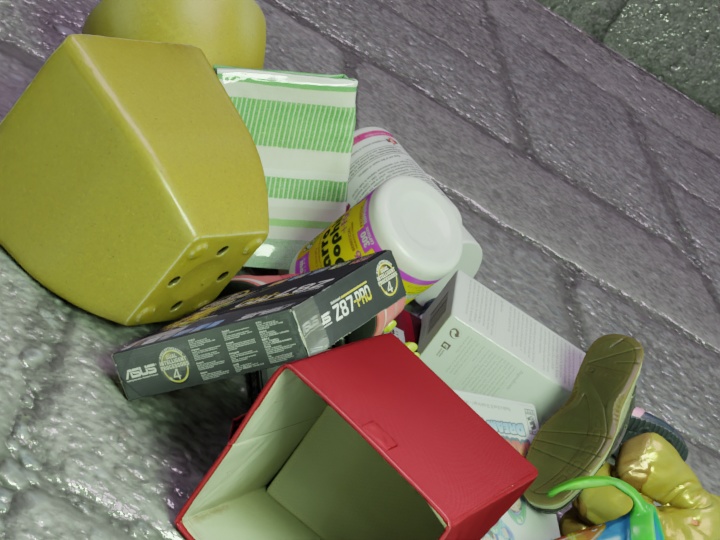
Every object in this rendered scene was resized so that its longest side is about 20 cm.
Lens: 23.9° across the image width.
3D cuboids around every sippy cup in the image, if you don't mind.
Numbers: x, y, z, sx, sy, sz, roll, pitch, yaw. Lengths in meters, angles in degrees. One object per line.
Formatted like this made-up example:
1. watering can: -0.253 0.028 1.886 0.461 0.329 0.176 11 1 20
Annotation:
1. sippy cup: 0.197 0.275 1.434 0.140 0.129 0.179 62 20 -51

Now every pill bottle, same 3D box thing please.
1. pill bottle: 0.000 0.000 1.619 0.104 0.200 0.105 22 50 -29
2. pill bottle: 0.044 -0.060 1.934 0.113 0.114 0.200 7 35 -49

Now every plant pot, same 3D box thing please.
1. plant pot: -0.197 -0.063 1.509 0.201 0.196 0.194 52 26 18
2. plant pot: -0.191 -0.192 1.797 0.199 0.199 0.143 17 52 -38

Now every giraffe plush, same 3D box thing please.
1. giraffe plush: 0.286 0.275 1.572 0.198 0.174 0.163 16 36 -3

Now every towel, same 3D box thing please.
1. towel: -0.082 -0.096 1.662 0.151 0.202 0.023 2 20 -14

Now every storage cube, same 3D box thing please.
1. storage cube: -0.001 0.174 1.323 0.200 0.172 0.179 42 23 18

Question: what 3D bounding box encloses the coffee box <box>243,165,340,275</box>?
1. coffee box: -0.134 -0.081 1.720 0.199 0.113 0.080 26 23 -20

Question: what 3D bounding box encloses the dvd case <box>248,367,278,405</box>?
1. dvd case: -0.012 0.146 1.558 0.199 0.025 0.151 26 24 -21

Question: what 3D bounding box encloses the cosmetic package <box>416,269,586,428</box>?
1. cosmetic package: 0.155 0.097 1.676 0.199 0.071 0.102 33 26 -8

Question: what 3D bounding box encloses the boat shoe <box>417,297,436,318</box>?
1. boat shoe: 0.151 0.085 1.828 0.199 0.071 0.091 25 21 2

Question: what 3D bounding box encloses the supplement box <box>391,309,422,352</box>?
1. supplement box: 0.087 0.115 1.716 0.199 0.061 0.109 27 25 -19

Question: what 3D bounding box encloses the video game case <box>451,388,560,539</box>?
1. video game case: 0.111 0.198 1.507 0.199 0.024 0.184 15 60 -50

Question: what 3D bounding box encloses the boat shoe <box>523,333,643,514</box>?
1. boat shoe: 0.212 0.151 1.575 0.071 0.066 0.202 12 53 29

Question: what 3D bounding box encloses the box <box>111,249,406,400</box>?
1. box: -0.083 0.046 1.414 0.161 0.199 0.050 -33 105 -53

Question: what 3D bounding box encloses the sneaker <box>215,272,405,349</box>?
1. sneaker: -0.046 0.035 1.542 0.198 0.075 0.087 2 17 34

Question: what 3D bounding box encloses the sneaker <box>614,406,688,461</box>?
1. sneaker: 0.278 0.158 1.893 0.199 0.070 0.082 28 27 -22

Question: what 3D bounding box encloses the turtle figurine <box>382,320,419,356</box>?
1. turtle figurine: 0.028 0.128 1.535 0.200 0.064 0.162 38 33 -32
